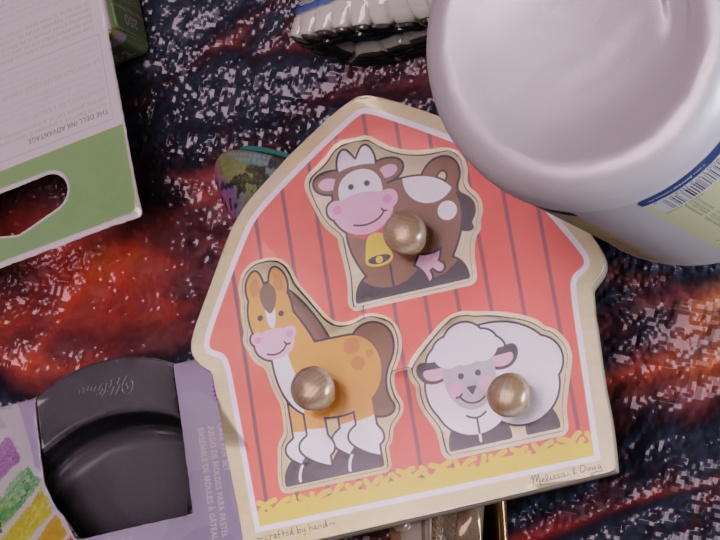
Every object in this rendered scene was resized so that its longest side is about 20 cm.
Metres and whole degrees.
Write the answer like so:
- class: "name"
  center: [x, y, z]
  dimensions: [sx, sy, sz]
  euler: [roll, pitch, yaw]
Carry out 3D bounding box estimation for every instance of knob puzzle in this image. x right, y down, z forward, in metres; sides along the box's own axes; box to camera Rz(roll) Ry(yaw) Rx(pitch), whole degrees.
- class: "knob puzzle"
  center: [0.014, 0.013, 1.296]
  dimensions: [0.218, 0.030, 0.221]
  euler: [-4, 75, 14]

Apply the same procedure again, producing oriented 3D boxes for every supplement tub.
- class: "supplement tub"
  center: [0.128, -0.082, 1.232]
  dimensions: [0.144, 0.200, 0.146]
  euler: [-5, 79, 25]

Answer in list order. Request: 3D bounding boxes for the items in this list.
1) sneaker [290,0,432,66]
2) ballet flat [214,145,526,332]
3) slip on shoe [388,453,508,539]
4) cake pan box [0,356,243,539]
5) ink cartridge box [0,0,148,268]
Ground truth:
- class: "sneaker"
  center: [0.053, -0.158, 1.348]
  dimensions: [0.199, 0.078, 0.090]
  euler: [-7, 76, 29]
- class: "ballet flat"
  center: [0.000, 0.000, 1.348]
  dimensions: [0.199, 0.069, 0.071]
  euler: [23, 62, 24]
- class: "slip on shoe"
  center: [0.050, 0.147, 1.305]
  dimensions: [0.060, 0.076, 0.201]
  euler: [-12, 69, 11]
- class: "cake pan box"
  center: [-0.103, 0.144, 1.387]
  dimensions: [0.183, 0.052, 0.201]
  euler: [-12, 76, 21]
- class: "ink cartridge box"
  center: [-0.179, -0.096, 1.468]
  dimensions: [0.145, 0.048, 0.201]
  euler: [-19, 73, 21]
